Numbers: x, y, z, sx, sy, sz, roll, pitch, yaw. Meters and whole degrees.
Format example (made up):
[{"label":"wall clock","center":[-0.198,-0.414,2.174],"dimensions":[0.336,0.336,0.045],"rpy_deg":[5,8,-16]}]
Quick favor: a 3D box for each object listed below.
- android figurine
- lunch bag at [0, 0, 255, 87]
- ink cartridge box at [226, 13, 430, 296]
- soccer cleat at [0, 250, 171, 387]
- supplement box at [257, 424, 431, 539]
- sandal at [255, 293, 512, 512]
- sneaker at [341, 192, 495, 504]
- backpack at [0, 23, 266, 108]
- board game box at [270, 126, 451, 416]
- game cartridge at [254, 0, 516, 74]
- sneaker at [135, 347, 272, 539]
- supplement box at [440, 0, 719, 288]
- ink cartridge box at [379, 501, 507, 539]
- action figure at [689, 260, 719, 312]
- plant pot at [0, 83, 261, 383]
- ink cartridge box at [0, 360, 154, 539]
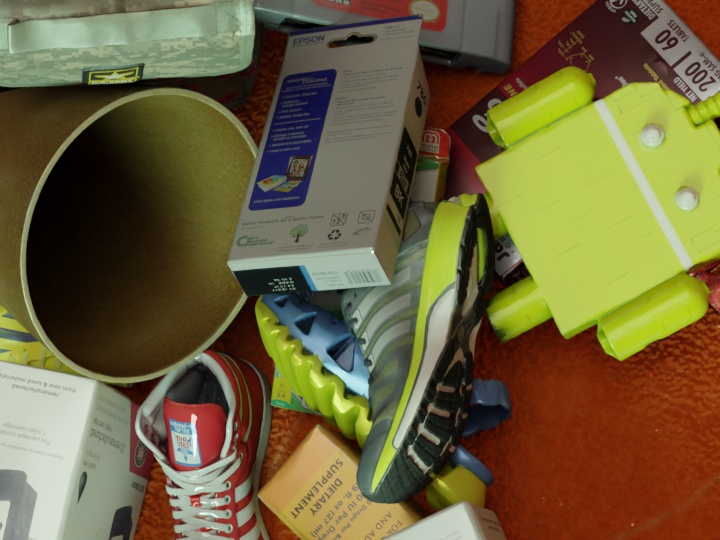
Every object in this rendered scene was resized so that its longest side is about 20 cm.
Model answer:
[{"label":"android figurine","center":[0.155,-0.040,1.353],"dimensions":[0.200,0.041,0.182],"rpy_deg":[-27,78,7]},{"label":"lunch bag","center":[-0.152,-0.173,1.296],"dimensions":[0.163,0.200,0.118],"rpy_deg":[-4,119,-7]},{"label":"ink cartridge box","center":[-0.014,-0.074,1.347],"dimensions":[0.099,0.039,0.200],"rpy_deg":[-5,50,22]},{"label":"soccer cleat","center":[-0.190,0.048,1.461],"dimensions":[0.200,0.065,0.084],"rpy_deg":[-20,67,7]},{"label":"supplement box","center":[0.030,0.188,1.372],"dimensions":[0.200,0.069,0.067],"rpy_deg":[41,91,17]},{"label":"sandal","center":[0.019,0.071,1.371],"dimensions":[0.200,0.080,0.087],"rpy_deg":[39,77,12]},{"label":"sneaker","center":[0.026,0.046,1.314],"dimensions":[0.081,0.074,0.201],"rpy_deg":[4,66,26]},{"label":"backpack","center":[-0.165,-0.171,1.475],"dimensions":[0.199,0.167,0.127],"rpy_deg":[-6,80,0]},{"label":"board game box","center":[0.000,0.000,1.410],"dimensions":[0.095,0.030,0.201],"rpy_deg":[11,100,16]},{"label":"game cartridge","center":[0.012,-0.214,1.443],"dimensions":[0.199,0.041,0.134],"rpy_deg":[10,70,-15]},{"label":"sneaker","center":[-0.100,0.147,1.389],"dimensions":[0.071,0.112,0.201],"rpy_deg":[-4,75,13]},{"label":"supplement box","center":[0.141,-0.089,1.417],"dimensions":[0.200,0.061,0.109],"rpy_deg":[-41,71,3]},{"label":"ink cartridge box","center":[0.047,0.258,1.275],"dimensions":[0.147,0.086,0.201],"rpy_deg":[-25,75,10]},{"label":"action figure","center":[0.298,0.008,1.353],"dimensions":[0.199,0.065,0.099],"rpy_deg":[21,89,17]},{"label":"plant pot","center":[-0.192,-0.046,1.389],"dimensions":[0.200,0.186,0.187],"rpy_deg":[22,81,45]},{"label":"ink cartridge box","center":[-0.207,0.172,1.392],"dimensions":[0.084,0.145,0.201],"rpy_deg":[10,79,15]}]
